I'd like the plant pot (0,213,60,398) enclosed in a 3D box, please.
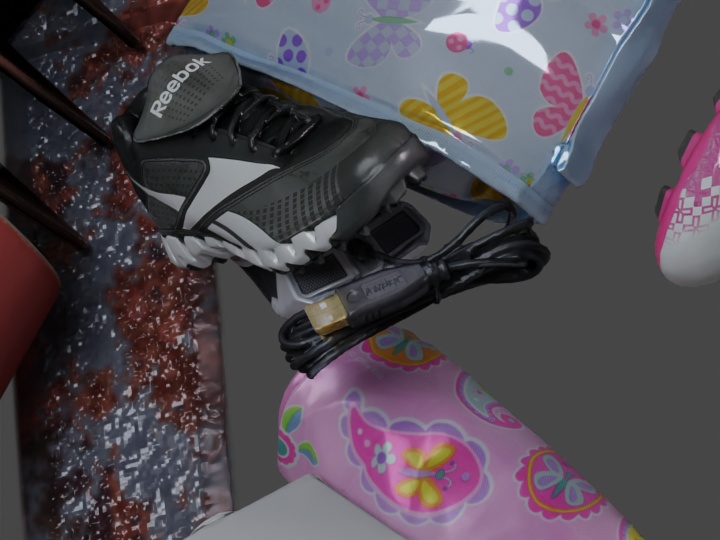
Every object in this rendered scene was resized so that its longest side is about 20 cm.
[{"bbox_3d":[-0.242,0.031,1.150,0.200,0.200,0.177,32,77,29],"label":"plant pot"}]

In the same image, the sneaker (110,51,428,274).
[{"bbox_3d":[-0.048,-0.049,1.051,0.066,0.091,0.200,-44,18,-23],"label":"sneaker"}]

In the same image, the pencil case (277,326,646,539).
[{"bbox_3d":[0.050,0.107,1.045,0.200,0.087,0.087,40,91,30],"label":"pencil case"}]

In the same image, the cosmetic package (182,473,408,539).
[{"bbox_3d":[0.005,0.168,0.973,0.107,0.085,0.200,-25,35,-30],"label":"cosmetic package"}]

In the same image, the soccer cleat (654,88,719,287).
[{"bbox_3d":[0.202,-0.064,1.042,0.086,0.070,0.200,39,90,29],"label":"soccer cleat"}]

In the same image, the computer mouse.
[{"bbox_3d":[0.000,0.000,1.079,0.110,0.200,0.044,-30,105,-9],"label":"computer mouse"}]

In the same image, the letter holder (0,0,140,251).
[{"bbox_3d":[-0.175,-0.107,1.150,0.101,0.200,0.142,-49,61,1],"label":"letter holder"}]

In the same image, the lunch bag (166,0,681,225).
[{"bbox_3d":[0.047,-0.117,1.100,0.200,0.127,0.170,23,82,40],"label":"lunch bag"}]
